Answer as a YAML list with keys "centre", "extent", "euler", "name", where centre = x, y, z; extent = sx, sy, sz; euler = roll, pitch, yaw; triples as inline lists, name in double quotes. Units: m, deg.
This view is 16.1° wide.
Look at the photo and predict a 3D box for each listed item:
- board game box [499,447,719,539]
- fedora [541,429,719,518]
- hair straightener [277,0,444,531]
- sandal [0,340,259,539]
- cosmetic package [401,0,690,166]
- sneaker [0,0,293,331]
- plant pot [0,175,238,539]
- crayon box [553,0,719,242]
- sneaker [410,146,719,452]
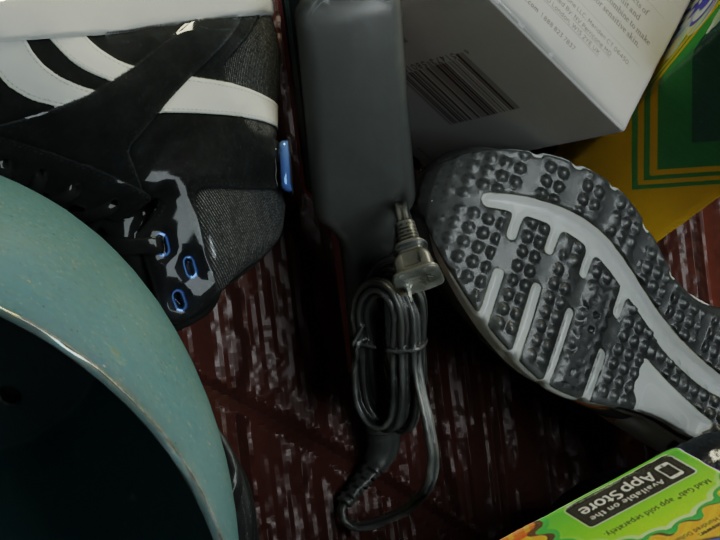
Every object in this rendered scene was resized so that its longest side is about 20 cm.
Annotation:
- centre: [0.087, 0.207, 0.716]
  extent: [0.200, 0.200, 0.200]
  euler: [-25, 119, -24]
  name: "board game box"
- centre: [0.109, 0.141, 0.895]
  extent: [0.200, 0.092, 0.201]
  euler: [-9, 109, -27]
  name: "fedora"
- centre: [0.000, 0.000, 0.830]
  extent: [0.041, 0.077, 0.200]
  euler: [-5, 112, -11]
  name: "hair straightener"
- centre: [-0.060, 0.091, 0.803]
  extent: [0.201, 0.075, 0.048]
  euler: [69, 27, -20]
  name: "sandal"
- centre: [0.073, -0.141, 0.899]
  extent: [0.085, 0.108, 0.200]
  euler: [41, 60, -26]
  name: "cosmetic package"
- centre: [-0.095, -0.027, 0.773]
  extent: [0.200, 0.073, 0.112]
  euler: [-14, 93, -40]
  name: "sneaker"
- centre: [-0.125, 0.047, 0.690]
  extent: [0.200, 0.200, 0.135]
  euler: [51, 23, -23]
  name: "plant pot"
- centre: [0.134, -0.088, 0.903]
  extent: [0.052, 0.200, 0.126]
  euler: [32, 64, -6]
  name: "crayon box"
- centre: [0.082, 0.021, 0.909]
  extent: [0.200, 0.080, 0.074]
  euler: [35, 75, -33]
  name: "sneaker"
